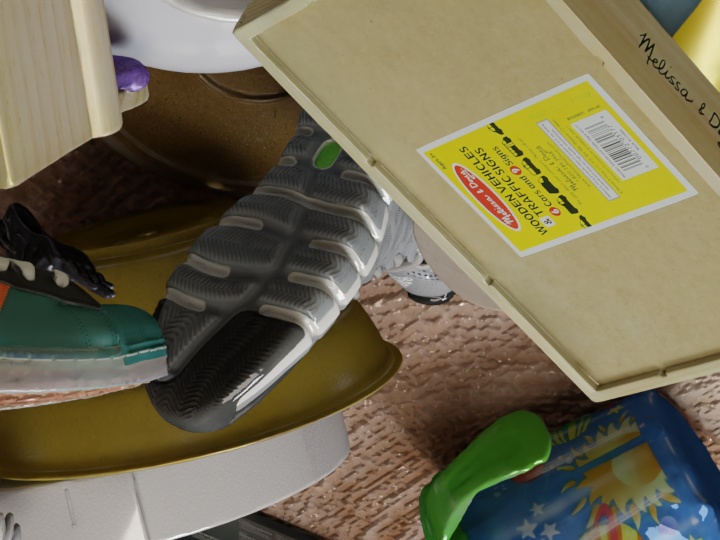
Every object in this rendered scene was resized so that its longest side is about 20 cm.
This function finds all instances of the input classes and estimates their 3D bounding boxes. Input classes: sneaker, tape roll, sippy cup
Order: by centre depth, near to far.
[{"bbox_3d":[-0.158,0.006,0.695,0.199,0.081,0.071,4,169,-31],"label":"sneaker"},{"bbox_3d":[0.000,0.000,0.807,0.075,0.201,0.116,19,157,37],"label":"sneaker"},{"bbox_3d":[-0.104,0.086,0.903,0.201,0.203,0.037,-11,98,8],"label":"tape roll"},{"bbox_3d":[0.118,0.132,0.999,0.130,0.140,0.178,-35,170,14],"label":"sippy cup"}]

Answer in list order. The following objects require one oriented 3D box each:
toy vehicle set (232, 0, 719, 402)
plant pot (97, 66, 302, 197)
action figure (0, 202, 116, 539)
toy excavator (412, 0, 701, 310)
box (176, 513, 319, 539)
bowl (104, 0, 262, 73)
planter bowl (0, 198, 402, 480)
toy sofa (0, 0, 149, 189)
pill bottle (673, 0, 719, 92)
[{"bbox_3d":[0.064,-0.039,0.669,0.200,0.027,0.124,45,143,-22],"label":"toy vehicle set"},{"bbox_3d":[-0.042,-0.102,0.840,0.198,0.028,0.201,-1,133,-1],"label":"plant pot"},{"bbox_3d":[-0.189,0.064,0.780,0.119,0.102,0.201,31,98,-43],"label":"action figure"},{"bbox_3d":[0.066,-0.084,0.699,0.194,0.100,0.201,-12,115,43],"label":"toy excavator"},{"bbox_3d":[-0.125,0.178,1.081,0.199,0.046,0.159,25,127,-23],"label":"box"},{"bbox_3d":[-0.050,-0.149,0.715,0.199,0.091,0.202,-8,121,-13],"label":"bowl"},{"bbox_3d":[-0.086,0.019,0.875,0.199,0.200,0.084,-9,101,6],"label":"planter bowl"},{"bbox_3d":[-0.177,-0.089,0.707,0.199,0.098,0.083,6,116,28],"label":"toy sofa"},{"bbox_3d":[0.120,-0.110,0.778,0.111,0.113,0.201,5,129,-7],"label":"pill bottle"}]
